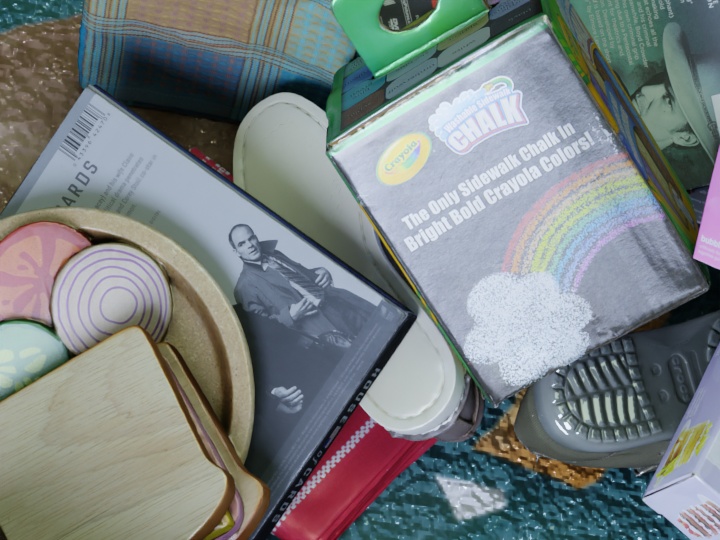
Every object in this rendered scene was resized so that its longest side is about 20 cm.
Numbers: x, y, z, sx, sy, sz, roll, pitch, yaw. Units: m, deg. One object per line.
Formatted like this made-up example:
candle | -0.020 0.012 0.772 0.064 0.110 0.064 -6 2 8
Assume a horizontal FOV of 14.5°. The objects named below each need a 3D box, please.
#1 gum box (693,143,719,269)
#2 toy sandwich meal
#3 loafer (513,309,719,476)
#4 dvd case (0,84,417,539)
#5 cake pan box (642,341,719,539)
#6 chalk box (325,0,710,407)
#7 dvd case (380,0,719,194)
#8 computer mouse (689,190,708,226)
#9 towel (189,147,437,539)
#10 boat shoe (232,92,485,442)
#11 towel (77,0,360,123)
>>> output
gum box | 0.245 -0.053 1.319 0.199 0.114 0.066 -4 21 -44
toy sandwich meal | -0.140 0.066 1.313 0.204 0.070 0.206 -1 83 7
loafer | 0.159 0.062 1.411 0.199 0.070 0.076 1 72 -30
dvd case | -0.094 0.026 1.363 0.200 0.025 0.151 36 93 15
cake pan box | 0.252 0.098 1.382 0.200 0.052 0.185 41 58 -12
chalk box | 0.062 -0.063 1.339 0.124 0.124 0.201 -29 107 12
dvd case | 0.107 -0.099 1.434 0.199 0.022 0.147 -14 90 20
computer mouse | 0.186 -0.073 1.511 0.109 0.044 0.201 20 50 -4
towel | -0.054 0.040 1.413 0.200 0.023 0.145 38 59 14
boat shoe | 0.000 0.000 1.400 0.072 0.059 0.200 -37 63 12
towel | -0.068 -0.120 1.408 0.146 0.200 0.022 12 68 -3
